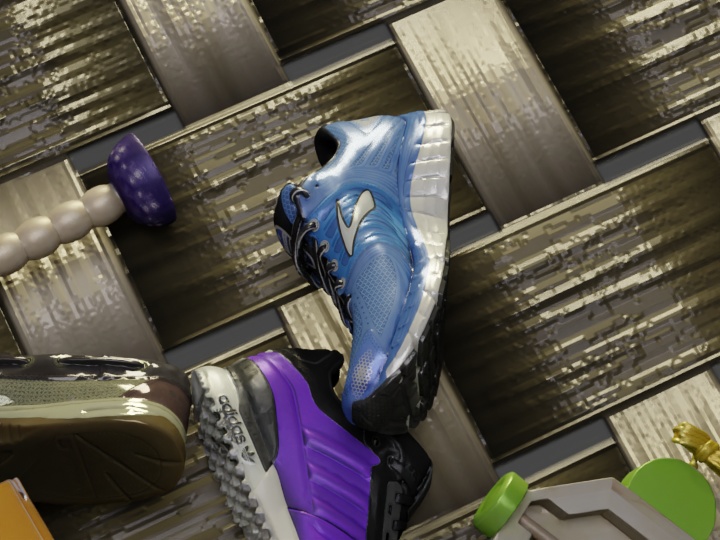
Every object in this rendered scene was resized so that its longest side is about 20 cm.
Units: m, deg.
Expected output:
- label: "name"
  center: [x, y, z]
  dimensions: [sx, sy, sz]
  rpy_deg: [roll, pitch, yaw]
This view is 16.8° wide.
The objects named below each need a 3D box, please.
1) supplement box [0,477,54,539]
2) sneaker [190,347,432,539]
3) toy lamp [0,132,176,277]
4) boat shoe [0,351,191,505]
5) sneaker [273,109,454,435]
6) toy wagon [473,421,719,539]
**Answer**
- label: "supplement box"
  center: [-0.228, 0.180, 1.134]
  dimensions: [0.199, 0.069, 0.067]
  rpy_deg: [-30, 61, -11]
- label: "sneaker"
  center: [-0.004, 0.122, 1.164]
  dimensions: [0.099, 0.070, 0.201]
  rpy_deg: [-17, 70, -17]
- label: "toy lamp"
  center: [-0.190, -0.002, 1.224]
  dimensions: [0.199, 0.058, 0.058]
  rpy_deg: [-30, 69, -12]
- label: "boat shoe"
  center: [-0.177, 0.074, 1.189]
  dimensions: [0.199, 0.072, 0.066]
  rpy_deg: [-1, 36, 13]
- label: "sneaker"
  center: [0.000, 0.000, 1.200]
  dimensions: [0.088, 0.079, 0.201]
  rpy_deg: [2, 44, 1]
- label: "toy wagon"
  center: [0.115, 0.162, 1.147]
  dimensions: [0.155, 0.040, 0.201]
  rpy_deg: [37, 67, -3]
